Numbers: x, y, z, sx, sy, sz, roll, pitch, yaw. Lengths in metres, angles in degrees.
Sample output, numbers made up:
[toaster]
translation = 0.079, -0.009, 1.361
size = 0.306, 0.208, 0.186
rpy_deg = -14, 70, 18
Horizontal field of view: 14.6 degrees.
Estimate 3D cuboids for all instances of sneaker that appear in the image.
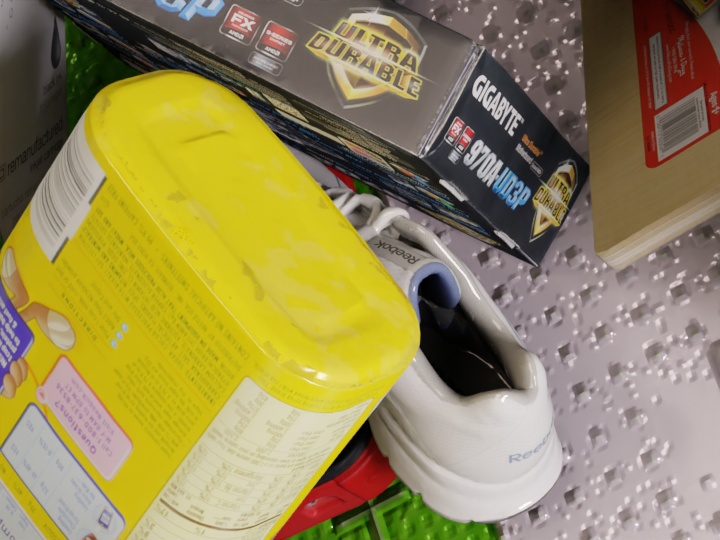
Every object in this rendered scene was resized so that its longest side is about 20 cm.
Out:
[sneaker]
translation = 0.000, 0.000, 1.011
size = 0.200, 0.087, 0.074
rpy_deg = 39, 64, 16

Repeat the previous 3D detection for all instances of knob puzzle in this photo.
[knob puzzle]
translation = 0.164, -0.101, 0.953
size = 0.219, 0.030, 0.220
rpy_deg = -33, 31, 23

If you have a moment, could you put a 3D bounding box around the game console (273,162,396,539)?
[game console]
translation = -0.078, 0.034, 1.112
size = 0.199, 0.031, 0.178
rpy_deg = -26, 63, 23

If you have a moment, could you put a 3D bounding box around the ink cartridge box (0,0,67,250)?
[ink cartridge box]
translation = -0.171, -0.102, 1.029
size = 0.084, 0.146, 0.201
rpy_deg = 7, 114, 15

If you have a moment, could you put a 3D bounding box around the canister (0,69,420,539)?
[canister]
translation = -0.080, 0.046, 0.992
size = 0.149, 0.086, 0.200
rpy_deg = 50, 130, 17

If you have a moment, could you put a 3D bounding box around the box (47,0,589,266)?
[box]
translation = -0.028, -0.078, 1.006
size = 0.199, 0.159, 0.046
rpy_deg = 27, 86, 22
